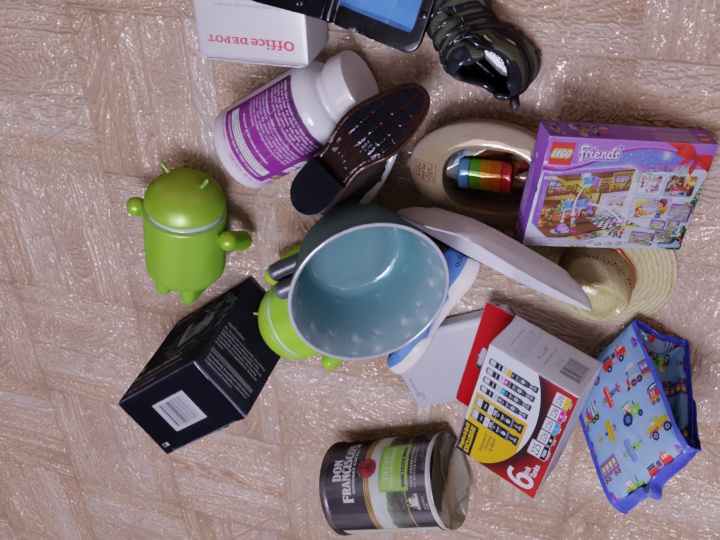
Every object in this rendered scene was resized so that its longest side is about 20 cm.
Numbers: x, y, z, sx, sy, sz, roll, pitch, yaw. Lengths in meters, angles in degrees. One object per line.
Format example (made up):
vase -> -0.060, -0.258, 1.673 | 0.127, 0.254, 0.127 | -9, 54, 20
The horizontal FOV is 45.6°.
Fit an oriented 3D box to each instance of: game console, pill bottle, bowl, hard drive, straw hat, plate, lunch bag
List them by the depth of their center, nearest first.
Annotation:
game console -> -0.005, -0.348, 0.870 | 0.116, 0.174, 0.203 | 38, 117, 43
plate -> 0.159, -0.024, 1.021 | 0.198, 0.200, 0.033 | 28, 91, -23
bowl -> 0.000, 0.000, 1.047 | 0.197, 0.106, 0.203 | -8, 127, -11
pill bottle -> -0.077, -0.187, 1.053 | 0.198, 0.113, 0.113 | -22, 113, 31
straw hat -> 0.291, 0.013, 1.058 | 0.198, 0.085, 0.204 | 12, 128, 15
lunch bag -> 0.350, 0.193, 1.077 | 0.093, 0.202, 0.151 | 20, 132, -14
hard drive -> 0.146, 0.127, 1.241 | 0.197, 0.027, 0.133 | -15, 116, 32

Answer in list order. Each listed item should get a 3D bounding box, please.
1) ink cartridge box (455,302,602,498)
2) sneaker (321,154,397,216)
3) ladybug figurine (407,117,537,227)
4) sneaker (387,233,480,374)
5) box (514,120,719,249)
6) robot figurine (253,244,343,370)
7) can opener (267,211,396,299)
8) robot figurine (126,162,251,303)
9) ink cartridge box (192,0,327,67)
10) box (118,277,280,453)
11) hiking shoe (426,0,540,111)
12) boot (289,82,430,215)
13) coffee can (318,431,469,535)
ink cartridge box -> 0.202, 0.172, 1.150 | 0.174, 0.084, 0.202 | 30, 131, 23
sneaker -> -0.017, -0.136, 1.092 | 0.098, 0.071, 0.201 | 31, 134, -7
ladybug figurine -> 0.154, -0.124, 1.027 | 0.197, 0.072, 0.138 | 13, 128, 14
sneaker -> 0.065, 0.040, 1.165 | 0.110, 0.077, 0.201 | 31, 116, -5
box -> 0.284, -0.093, 0.962 | 0.196, 0.039, 0.139 | 2, 125, -9
robot figurine -> -0.065, 0.057, 1.222 | 0.198, 0.116, 0.177 | -26, 106, 35
can opener -> -0.023, -0.016, 1.141 | 0.197, 0.067, 0.054 | -24, 73, 6
robot figurine -> -0.247, -0.054, 1.211 | 0.173, 0.116, 0.202 | 20, 129, 15
ink cartridge box -> -0.118, -0.348, 0.976 | 0.143, 0.084, 0.203 | 10, 126, 15
box -> -0.230, 0.144, 1.299 | 0.195, 0.201, 0.118 | -28, 111, 35
hiking shoe -> 0.110, -0.260, 0.930 | 0.199, 0.101, 0.076 | 36, 129, -5
boot -> 0.004, -0.142, 1.011 | 0.199, 0.097, 0.075 | -39, 85, 10
coffee can -> 0.054, 0.337, 1.352 | 0.197, 0.147, 0.148 | -12, 119, 29
